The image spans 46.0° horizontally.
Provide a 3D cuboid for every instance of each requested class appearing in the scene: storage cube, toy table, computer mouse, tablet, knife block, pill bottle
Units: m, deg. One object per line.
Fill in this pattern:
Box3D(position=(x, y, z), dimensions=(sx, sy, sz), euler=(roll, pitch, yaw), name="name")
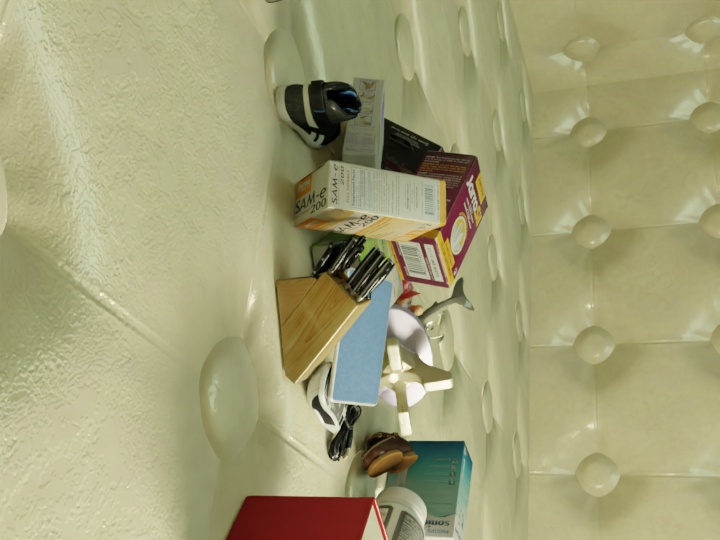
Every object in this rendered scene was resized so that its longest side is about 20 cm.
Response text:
Box3D(position=(-0.065, 0.394, 1.023), dimensions=(0.201, 0.178, 0.172), euler=(-66, 146, -54), name="storage cube")
Box3D(position=(0.063, 0.175, 1.464), dimensions=(0.117, 0.182, 0.201), euler=(-91, 160, -65), name="toy table")
Box3D(position=(-0.047, 0.208, 1.313), dimensions=(0.201, 0.043, 0.110), euler=(72, 30, -47), name="computer mouse")
Box3D(position=(0.001, 0.104, 1.298), dimensions=(0.130, 0.014, 0.202), euler=(18, 78, -54), name="tablet")
Box3D(position=(-0.027, 0.054, 1.200), dimensions=(0.064, 0.174, 0.202), euler=(-12, 97, -69), name="knife block")
Box3D(position=(0.044, 0.461, 1.410), dimensions=(0.200, 0.113, 0.115), euler=(-57, 138, -58), name="pill bottle")

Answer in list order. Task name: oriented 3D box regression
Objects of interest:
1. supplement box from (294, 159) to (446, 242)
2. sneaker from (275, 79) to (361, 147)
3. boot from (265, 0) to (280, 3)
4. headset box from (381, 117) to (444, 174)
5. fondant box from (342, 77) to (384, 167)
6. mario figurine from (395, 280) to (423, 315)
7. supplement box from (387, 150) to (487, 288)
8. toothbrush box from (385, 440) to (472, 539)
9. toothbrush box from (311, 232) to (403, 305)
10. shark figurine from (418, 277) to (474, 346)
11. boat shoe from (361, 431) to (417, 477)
Box3D(position=(0.014, -0.099, 1.273), dimensions=(0.198, 0.126, 0.074), euler=(7, 76, -26), name="supplement box")
Box3D(position=(-0.041, -0.238, 1.307), dimensions=(0.200, 0.111, 0.074), euler=(10, 77, -70), name="sneaker")
Box3D(position=(-0.124, -0.486, 1.191), dimensions=(0.205, 0.073, 0.154), euler=(-81, 154, -43), name="boot")
Box3D(position=(0.102, -0.196, 1.630), dimensions=(0.075, 0.148, 0.200), euler=(-52, 147, -9), name="headset box")
Box3D(position=(0.007, -0.208, 1.439), dimensions=(0.145, 0.058, 0.201), euler=(90, 4, -48), name="fondant box")
Box3D(position=(0.086, 0.115, 1.598), dimensions=(0.123, 0.105, 0.202), euler=(-151, -119, -73), name="mario figurine")
Box3D(position=(0.136, -0.090, 1.475), dimensions=(0.201, 0.102, 0.131), euler=(-62, 147, -31), name="supplement box")
Box3D(position=(0.125, 0.428, 1.596), dimensions=(0.086, 0.145, 0.201), euler=(66, 27, -42), name="toothbrush box")
Box3D(position=(0.000, 0.000, 1.418), dimensions=(0.200, 0.085, 0.147), euler=(-44, 128, -67), name="toothbrush box")
Box3D(position=(0.127, 0.101, 1.734), dimensions=(0.127, 0.215, 0.090), euler=(15, 27, -40), name="shark figurine")
Box3D(position=(0.041, 0.323, 1.514), dimensions=(0.071, 0.070, 0.200), euler=(52, 6, 21), name="boat shoe")
